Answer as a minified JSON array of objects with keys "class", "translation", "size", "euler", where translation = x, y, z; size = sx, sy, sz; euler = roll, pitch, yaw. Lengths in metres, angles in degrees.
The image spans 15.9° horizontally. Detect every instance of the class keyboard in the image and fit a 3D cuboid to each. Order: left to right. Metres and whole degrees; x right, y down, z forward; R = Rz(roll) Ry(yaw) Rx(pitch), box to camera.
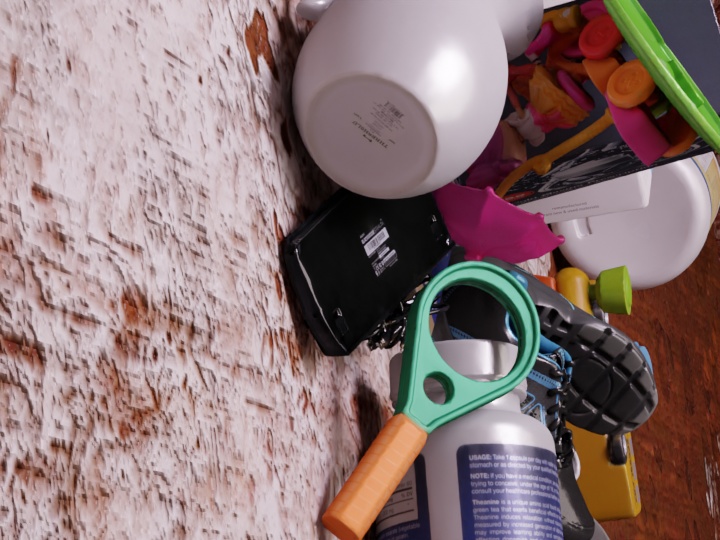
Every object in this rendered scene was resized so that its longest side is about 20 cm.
[{"class":"keyboard","translation":[0.000,0.000,1.516],"size":[0.104,0.040,0.200],"euler":[66,28,-10]}]

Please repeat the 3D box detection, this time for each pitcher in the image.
[{"class":"pitcher","translation":[0.013,-0.141,1.518],"size":[0.171,0.121,0.200],"euler":[35,36,-6]}]

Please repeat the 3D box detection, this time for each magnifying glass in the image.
[{"class":"magnifying glass","translation":[0.038,0.075,1.470],"size":[0.080,0.022,0.200],"euler":[40,56,-7]}]

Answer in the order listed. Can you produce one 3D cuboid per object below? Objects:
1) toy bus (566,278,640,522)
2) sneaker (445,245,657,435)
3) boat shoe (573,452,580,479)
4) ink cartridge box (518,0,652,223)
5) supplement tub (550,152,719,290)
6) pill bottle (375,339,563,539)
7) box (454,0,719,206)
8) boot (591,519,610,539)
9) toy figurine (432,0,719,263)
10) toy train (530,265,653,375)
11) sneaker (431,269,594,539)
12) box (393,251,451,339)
[{"class":"toy bus","translation":[0.186,0.109,2.138],"size":[0.078,0.065,0.200],"euler":[-5,86,-77]},{"class":"sneaker","translation":[0.130,0.039,1.809],"size":[0.200,0.075,0.079],"euler":[38,14,-20]},{"class":"boat shoe","translation":[0.113,0.109,1.840],"size":[0.200,0.065,0.074],"euler":[49,36,-65]},{"class":"ink cartridge box","translation":[0.150,-0.153,2.023],"size":[0.129,0.125,0.200],"euler":[-69,147,-64]},{"class":"supplement tub","translation":[0.255,-0.069,2.356],"size":[0.200,0.144,0.145],"euler":[-44,124,-74]},{"class":"pill bottle","translation":[0.064,0.148,1.527],"size":[0.111,0.111,0.200],"euler":[44,40,-68]},{"class":"box","translation":[0.153,-0.120,1.793],"size":[0.182,0.200,0.104],"euler":[41,33,-81]},{"class":"boot","translation":[0.170,0.289,1.987],"size":[0.200,0.072,0.182],"euler":[-14,98,-83]},{"class":"toy figurine","translation":[0.116,-0.091,1.637],"size":[0.150,0.184,0.200],"euler":[43,16,-40]},{"class":"toy train","translation":[0.155,0.015,1.962],"size":[0.085,0.116,0.200],"euler":[31,52,-73]},{"class":"sneaker","translation":[0.111,0.095,1.705],"size":[0.200,0.082,0.073],"euler":[61,17,-5]},{"class":"box","translation":[0.032,-0.057,1.690],"size":[0.200,0.032,0.121],"euler":[-77,154,-59]}]
